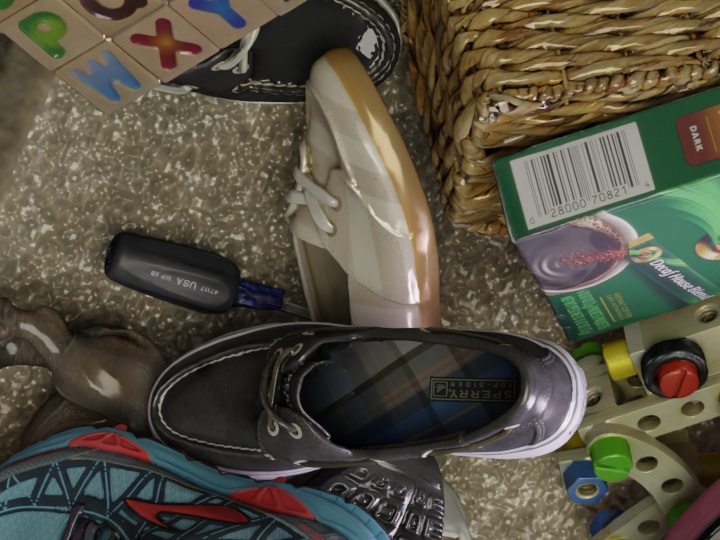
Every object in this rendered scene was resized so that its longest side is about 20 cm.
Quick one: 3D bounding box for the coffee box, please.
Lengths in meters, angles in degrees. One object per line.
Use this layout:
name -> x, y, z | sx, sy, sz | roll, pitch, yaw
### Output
coffee box -> 0.165, -0.036, 1.235 | 0.200, 0.123, 0.044 | -18, 64, 8

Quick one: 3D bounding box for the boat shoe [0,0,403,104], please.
boat shoe -> -0.076, -0.111, 1.268 | 0.200, 0.060, 0.074 | 16, 104, -13

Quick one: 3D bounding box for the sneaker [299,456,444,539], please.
sneaker -> -0.036, 0.142, 1.327 | 0.076, 0.091, 0.200 | 33, 111, -20

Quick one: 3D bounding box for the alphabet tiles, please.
alphabet tiles -> -0.087, -0.150, 1.168 | 0.200, 0.008, 0.167 | -27, 129, 32

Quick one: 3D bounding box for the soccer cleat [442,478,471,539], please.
soccer cleat -> 0.023, 0.191, 1.366 | 0.069, 0.078, 0.200 | -3, 107, -8

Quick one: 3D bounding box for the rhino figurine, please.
rhino figurine -> -0.139, 0.110, 1.327 | 0.087, 0.060, 0.200 | 11, 106, -9

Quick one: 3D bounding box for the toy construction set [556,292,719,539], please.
toy construction set -> 0.176, 0.053, 1.333 | 0.200, 0.092, 0.131 | -28, 131, -1

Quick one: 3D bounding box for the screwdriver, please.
screwdriver -> -0.020, 0.016, 1.339 | 0.200, 0.028, 0.029 | 13, 76, -19

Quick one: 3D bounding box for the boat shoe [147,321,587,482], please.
boat shoe -> -0.007, 0.054, 1.236 | 0.200, 0.066, 0.070 | 1, 81, 24

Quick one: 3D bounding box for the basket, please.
basket -> 0.120, -0.111, 1.284 | 0.200, 0.143, 0.149 | -10, 64, -10

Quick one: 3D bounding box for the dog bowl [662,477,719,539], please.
dog bowl -> 0.216, 0.136, 1.338 | 0.200, 0.074, 0.200 | -21, 148, -14

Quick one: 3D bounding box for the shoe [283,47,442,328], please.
shoe -> 0.000, 0.000, 1.286 | 0.053, 0.070, 0.200 | -20, 118, -15

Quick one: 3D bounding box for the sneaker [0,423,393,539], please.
sneaker -> -0.087, 0.119, 1.230 | 0.200, 0.096, 0.079 | 7, 109, 22
